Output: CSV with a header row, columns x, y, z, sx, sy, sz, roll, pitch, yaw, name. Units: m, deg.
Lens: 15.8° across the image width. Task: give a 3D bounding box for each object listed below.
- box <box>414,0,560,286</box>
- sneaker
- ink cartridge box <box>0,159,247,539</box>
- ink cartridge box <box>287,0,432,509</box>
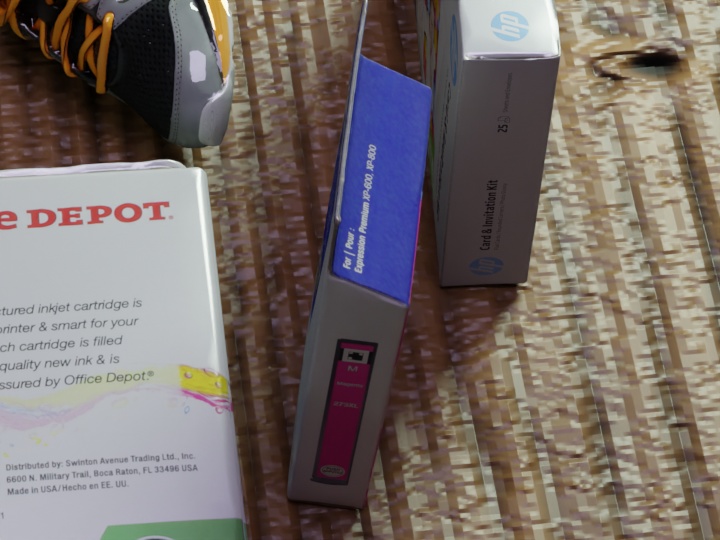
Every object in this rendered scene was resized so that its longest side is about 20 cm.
x,y,z,sx,sy,sz,roll,pitch,yaw,name
0.047,-0.118,1.055,0.041,0.156,0.200,-3,58,-4,box
-0.117,-0.116,1.083,0.077,0.078,0.200,-16,48,-30,sneaker
-0.121,0.067,0.961,0.144,0.084,0.200,-4,58,-7,ink cartridge box
0.000,0.000,0.946,0.037,0.200,0.095,7,57,0,ink cartridge box
